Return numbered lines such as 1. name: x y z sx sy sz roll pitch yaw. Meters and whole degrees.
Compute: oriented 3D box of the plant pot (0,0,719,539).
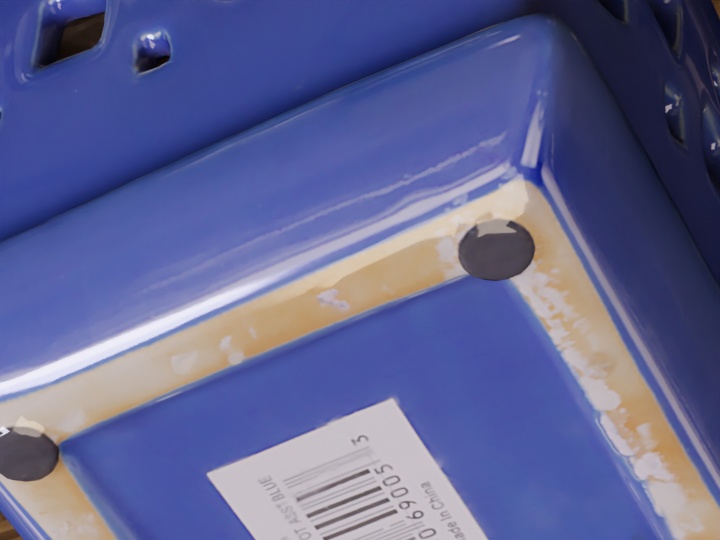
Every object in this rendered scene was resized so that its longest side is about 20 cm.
1. plant pot: 0.000 0.000 0.653 0.199 0.180 0.200 -23 127 14
